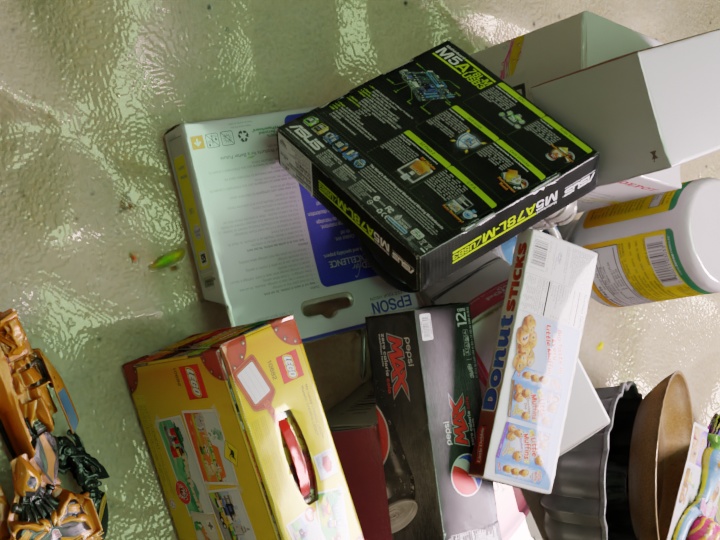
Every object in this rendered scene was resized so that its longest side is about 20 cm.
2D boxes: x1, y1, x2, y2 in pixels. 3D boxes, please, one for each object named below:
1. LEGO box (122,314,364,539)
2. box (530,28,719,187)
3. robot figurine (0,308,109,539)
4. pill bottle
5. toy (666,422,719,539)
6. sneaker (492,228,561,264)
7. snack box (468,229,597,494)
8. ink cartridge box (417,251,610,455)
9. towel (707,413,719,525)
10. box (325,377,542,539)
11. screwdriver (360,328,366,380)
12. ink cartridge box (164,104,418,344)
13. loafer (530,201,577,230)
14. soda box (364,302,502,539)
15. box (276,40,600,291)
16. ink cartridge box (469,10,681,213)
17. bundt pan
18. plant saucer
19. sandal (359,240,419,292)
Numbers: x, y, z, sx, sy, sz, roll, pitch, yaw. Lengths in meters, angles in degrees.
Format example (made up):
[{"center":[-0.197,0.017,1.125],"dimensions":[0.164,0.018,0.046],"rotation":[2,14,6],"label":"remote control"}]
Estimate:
[{"center":[-0.092,0.149,1.052],"dimensions":[0.077,0.148,0.202],"rotation":[-21,96,-40],"label":"LEGO box"},{"center":[0.264,-0.143,1.160],"dimensions":[0.199,0.124,0.099],"rotation":[-20,95,-39],"label":"box"},{"center":[-0.256,0.140,0.974],"dimensions":[0.144,0.058,0.202],"rotation":[-30,101,-38],"label":"robot figurine"},{"center":[0.287,-0.022,1.370],"dimensions":[0.112,0.199,0.114],"rotation":[9,76,-38],"label":"pill bottle"},{"center":[0.338,0.260,1.316],"dimensions":[0.115,0.047,0.202],"rotation":[27,73,-52],"label":"toy"},{"center":[0.175,0.000,1.321],"dimensions":[0.072,0.072,0.200],"rotation":[-45,142,-8],"label":"sneaker"},{"center":[0.140,0.074,1.084],"dimensions":[0.071,0.024,0.202],"rotation":[18,80,-30],"label":"snack box"},{"center":[0.131,0.069,1.216],"dimensions":[0.082,0.200,0.147],"rotation":[-30,105,-2],"label":"ink cartridge box"},{"center":[0.379,0.252,1.458],"dimensions":[0.200,0.023,0.145],"rotation":[-32,119,-62],"label":"towel"},{"center":[0.058,0.196,1.196],"dimensions":[0.127,0.108,0.202],"rotation":[-34,103,-38],"label":"box"},{"center":[0.000,0.000,1.239],"dimensions":[0.029,0.028,0.203],"rotation":[8,77,-8],"label":"screwdriver"},{"center":[-0.056,-0.039,1.170],"dimensions":[0.196,0.047,0.202],"rotation":[-12,89,-35],"label":"ink cartridge box"},{"center":[0.106,-0.065,1.229],"dimensions":[0.070,0.198,0.071],"rotation":[18,67,-55],"label":"loafer"},{"center":[0.058,0.130,1.091],"dimensions":[0.063,0.070,0.203],"rotation":[-5,86,-39],"label":"soda box"},{"center":[0.062,-0.094,1.113],"dimensions":[0.192,0.200,0.048],"rotation":[-29,141,-25],"label":"box"},{"center":[0.192,-0.142,1.311],"dimensions":[0.146,0.199,0.147],"rotation":[10,76,-39],"label":"ink cartridge box"},{"center":[0.230,0.209,1.330],"dimensions":[0.201,0.075,0.205],"rotation":[1,90,-66],"label":"bundt pan"},{"center":[0.303,0.202,1.359],"dimensions":[0.200,0.035,0.203],"rotation":[0,90,-66],"label":"plant saucer"},{"center":[0.041,-0.082,1.186],"dimensions":[0.075,0.043,0.203],"rotation":[9,73,-21],"label":"sandal"}]
